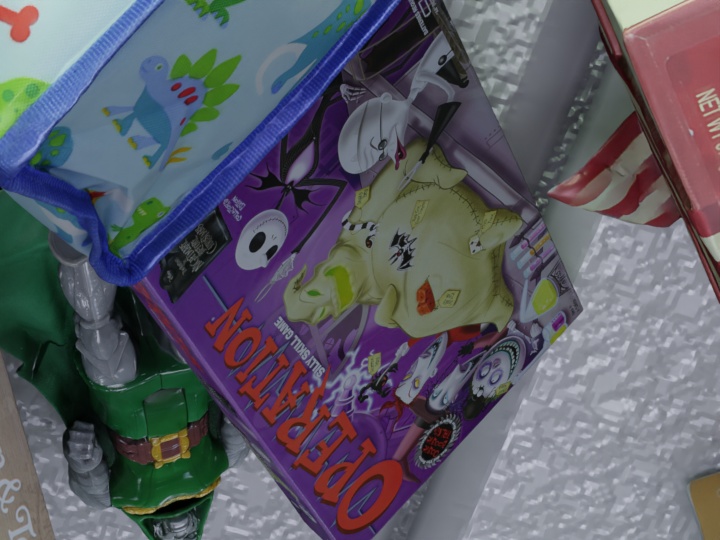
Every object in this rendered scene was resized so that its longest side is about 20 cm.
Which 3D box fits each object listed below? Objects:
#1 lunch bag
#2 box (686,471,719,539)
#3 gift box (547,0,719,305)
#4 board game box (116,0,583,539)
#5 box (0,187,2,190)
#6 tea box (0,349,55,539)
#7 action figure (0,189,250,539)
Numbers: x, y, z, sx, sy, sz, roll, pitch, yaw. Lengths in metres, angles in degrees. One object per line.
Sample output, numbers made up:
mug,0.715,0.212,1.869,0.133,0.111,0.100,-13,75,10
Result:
lunch bag,-0.062,-0.129,0.688,0.200,0.127,0.170,-45,69,-4
box,0.227,0.120,0.883,0.199,0.152,0.107,-19,115,6
gift box,0.143,-0.069,0.766,0.199,0.187,0.185,-19,116,5
board game box,0.000,0.000,0.804,0.120,0.032,0.200,-43,146,-8
box,-0.091,-0.084,0.826,0.199,0.049,0.160,-27,113,10
tea box,-0.209,0.053,0.791,0.196,0.134,0.201,12,125,40
action figure,-0.067,0.034,0.852,0.118,0.055,0.200,-15,146,-9
